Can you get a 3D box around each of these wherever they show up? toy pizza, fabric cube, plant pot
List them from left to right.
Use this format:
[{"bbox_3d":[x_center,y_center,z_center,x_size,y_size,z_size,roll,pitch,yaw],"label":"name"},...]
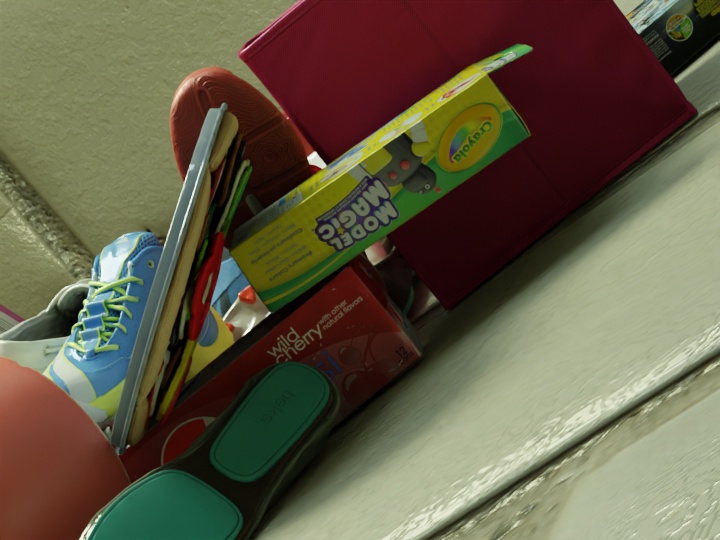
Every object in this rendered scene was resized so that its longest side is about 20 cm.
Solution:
[{"bbox_3d":[-0.229,0.149,1.385,0.177,0.200,0.200,-40,5,-36],"label":"plant pot"},{"bbox_3d":[-0.094,0.007,1.407,0.200,0.032,0.200,-164,90,-88],"label":"toy pizza"},{"bbox_3d":[0.063,-0.123,1.599,0.200,0.199,0.196,-38,7,5],"label":"fabric cube"}]

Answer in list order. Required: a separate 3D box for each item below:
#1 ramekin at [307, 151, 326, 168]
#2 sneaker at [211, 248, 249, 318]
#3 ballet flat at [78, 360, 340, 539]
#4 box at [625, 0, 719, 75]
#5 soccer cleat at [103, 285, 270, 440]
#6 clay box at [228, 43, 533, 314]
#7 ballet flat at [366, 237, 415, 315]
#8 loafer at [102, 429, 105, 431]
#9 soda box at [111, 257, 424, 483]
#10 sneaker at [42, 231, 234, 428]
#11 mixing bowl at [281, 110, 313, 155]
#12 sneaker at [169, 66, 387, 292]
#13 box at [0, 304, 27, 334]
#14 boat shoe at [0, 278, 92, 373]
[{"bbox_3d":[-0.016,-0.032,1.882,0.200,0.098,0.200,-38,7,5],"label":"ramekin"},{"bbox_3d":[-0.078,0.008,1.781,0.066,0.078,0.200,-20,-37,-43],"label":"sneaker"},{"bbox_3d":[-0.079,0.124,1.363,0.200,0.067,0.064,-43,-20,-38],"label":"ballet flat"},{"bbox_3d":[0.218,-0.172,1.779,0.200,0.040,0.137,-40,7,-5],"label":"box"},{"bbox_3d":[-0.106,0.096,1.699,0.200,0.069,0.078,-48,-22,-13],"label":"soccer cleat"},{"bbox_3d":[0.020,-0.056,1.449,0.200,0.048,0.115,-34,7,3],"label":"clay box"},{"bbox_3d":[0.000,0.000,1.687,0.068,0.068,0.200,-36,7,14],"label":"ballet flat"},{"bbox_3d":[-0.170,0.127,1.741,0.200,0.076,0.068,-42,12,-18],"label":"loafer"},{"bbox_3d":[-0.061,0.079,1.469,0.200,0.070,0.063,-39,7,5],"label":"soda box"},{"bbox_3d":[-0.153,0.037,1.527,0.076,0.105,0.200,-15,2,29],"label":"sneaker"},{"bbox_3d":[-0.041,-0.121,2.628,0.200,0.108,0.200,-39,7,5],"label":"mixing bowl"},{"bbox_3d":[-0.060,-0.052,1.564,0.078,0.200,0.116,-29,28,1],"label":"sneaker"},{"bbox_3d":[-0.267,0.150,1.657,0.200,0.097,0.176,-41,36,19],"label":"box"},{"bbox_3d":[-0.168,0.037,1.615,0.072,0.066,0.200,9,22,30],"label":"boat shoe"}]
